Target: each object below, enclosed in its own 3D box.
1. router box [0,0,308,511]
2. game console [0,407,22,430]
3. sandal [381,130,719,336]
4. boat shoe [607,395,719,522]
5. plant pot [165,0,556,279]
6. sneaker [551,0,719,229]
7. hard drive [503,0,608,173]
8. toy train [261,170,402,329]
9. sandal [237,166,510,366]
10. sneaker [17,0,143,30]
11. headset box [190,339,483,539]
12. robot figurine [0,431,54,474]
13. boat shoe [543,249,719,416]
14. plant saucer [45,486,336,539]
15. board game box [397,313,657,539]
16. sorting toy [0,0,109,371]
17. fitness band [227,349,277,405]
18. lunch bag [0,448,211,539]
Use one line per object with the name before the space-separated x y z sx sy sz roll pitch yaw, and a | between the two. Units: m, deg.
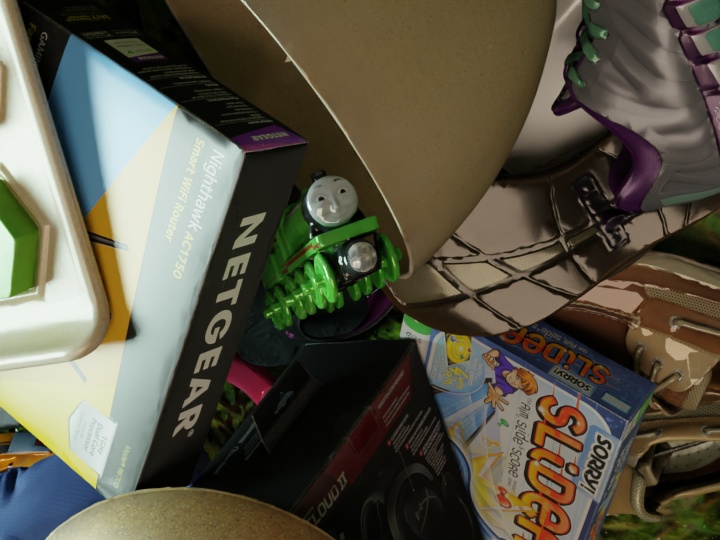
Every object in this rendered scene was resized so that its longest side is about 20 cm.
router box | -0.120 -0.009 0.753 0.149 0.051 0.200 34 119 26
game console | -0.291 0.018 0.878 0.199 0.118 0.171 -11 87 16
sandal | 0.103 -0.031 0.800 0.200 0.055 0.082 -30 95 8
boat shoe | 0.156 0.110 0.894 0.200 0.076 0.072 -23 119 25
plant pot | 0.011 -0.116 0.728 0.134 0.200 0.200 -38 114 -8
sneaker | 0.118 -0.116 0.716 0.087 0.074 0.200 -21 104 9
hard drive | 0.156 -0.108 0.788 0.132 0.027 0.200 37 120 -15
toy train | -0.022 -0.008 0.757 0.042 0.200 0.057 -19 87 -13
sandal | 0.000 -0.001 0.867 0.200 0.048 0.075 -31 113 25
sneaker | -0.163 -0.062 0.841 0.114 0.076 0.200 -4 118 14
headset box | -0.008 0.144 0.834 0.077 0.149 0.200 -4 120 32
robot figurine | -0.237 0.168 1.007 0.199 0.058 0.145 -17 118 18
boat shoe | 0.170 0.037 0.837 0.199 0.072 0.076 6 155 6
plant saucer | -0.076 0.196 0.762 0.200 0.035 0.201 4 119 8
board game box | 0.076 0.105 0.879 0.135 0.034 0.200 29 138 20
sorting toy | -0.214 -0.046 0.753 0.185 0.036 0.201 -9 96 37
fitness band | -0.097 0.133 0.949 0.143 0.037 0.200 -19 115 -1
lunch bag | -0.107 0.187 0.876 0.132 0.136 0.200 -21 117 0
